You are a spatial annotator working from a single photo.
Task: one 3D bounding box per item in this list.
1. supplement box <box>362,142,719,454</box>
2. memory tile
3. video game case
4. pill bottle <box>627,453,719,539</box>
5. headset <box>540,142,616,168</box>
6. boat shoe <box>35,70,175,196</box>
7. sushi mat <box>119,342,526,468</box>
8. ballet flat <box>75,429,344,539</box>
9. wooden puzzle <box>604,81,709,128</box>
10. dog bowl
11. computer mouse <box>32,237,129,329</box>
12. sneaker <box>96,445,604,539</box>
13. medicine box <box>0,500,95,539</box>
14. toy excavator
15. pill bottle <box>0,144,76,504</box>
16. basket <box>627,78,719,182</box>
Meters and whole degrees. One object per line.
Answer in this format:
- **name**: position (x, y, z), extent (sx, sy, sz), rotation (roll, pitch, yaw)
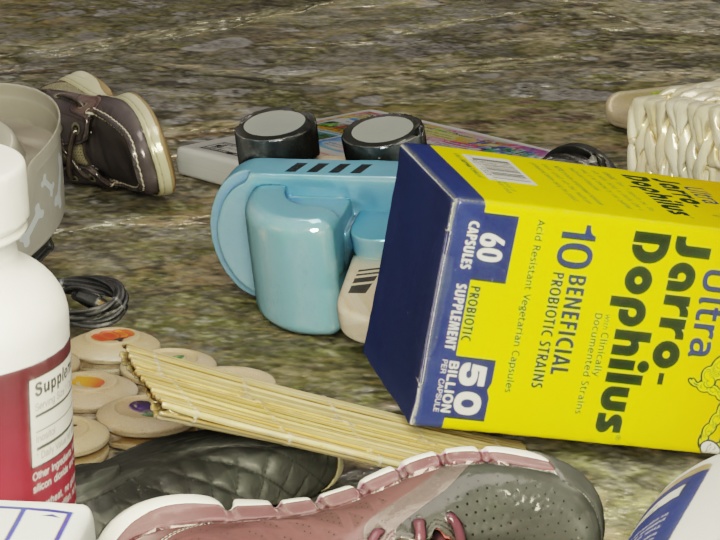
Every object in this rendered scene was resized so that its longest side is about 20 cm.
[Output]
- **supplement box**: position (0.115, 0.015, 1.118), extent (0.199, 0.109, 0.110), rotation (6, 15, -15)
- **memory tile**: position (-0.155, 0.065, 1.166), extent (0.200, 0.017, 0.153), rotation (-13, 21, -37)
- **video game case**: position (0.006, -0.073, 1.622), extent (0.182, 0.024, 0.200), rotation (-14, 20, -40)
- **pill bottle**: position (0.117, 0.138, 0.750), extent (0.111, 0.111, 0.200), rotation (6, 17, 19)
- **headset**: position (0.120, -0.047, 1.408), extent (0.199, 0.094, 0.124), rotation (-8, 15, 15)
- **boat shoe**: position (-0.181, -0.086, 1.597), extent (0.065, 0.072, 0.200), rotation (-20, 25, -20)
- **sushi mat**: position (-0.006, 0.070, 1.044), extent (0.200, 0.012, 0.096), rotation (15, 11, -17)
- **ballet flat**: position (-0.076, 0.101, 1.011), extent (0.066, 0.057, 0.200), rotation (-1, 6, 37)
- **wooden puzzle**: position (0.304, -0.115, 1.736), extent (0.185, 0.037, 0.200), rotation (-7, 18, -24)
- **dog bowl**: position (-0.260, -0.038, 1.361), extent (0.200, 0.059, 0.200), rotation (-12, 26, 6)
- **computer mouse**: position (-0.183, 0.003, 1.346), extent (0.059, 0.034, 0.200), rotation (-25, 28, -22)
- **sneaker**: position (-0.004, 0.128, 0.878), extent (0.199, 0.076, 0.116), rotation (-10, 21, 3)
- **medicine box**: position (-0.193, 0.147, 0.732), extent (0.199, 0.103, 0.182), rotation (1, 16, 5)
- **toy excavator**: position (0.000, 0.000, 1.283), extent (0.194, 0.100, 0.200), rotation (3, 29, 16)
- **pill bottle**: position (-0.160, 0.059, 0.861), extent (0.113, 0.201, 0.113), rotation (0, 16, 0)
- **basket**: position (0.253, -0.044, 1.325), extent (0.200, 0.136, 0.123), rotation (-11, 17, -34)
